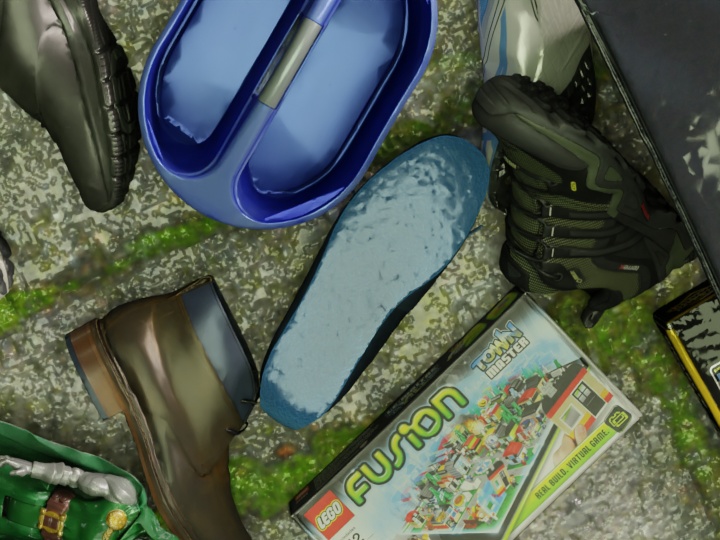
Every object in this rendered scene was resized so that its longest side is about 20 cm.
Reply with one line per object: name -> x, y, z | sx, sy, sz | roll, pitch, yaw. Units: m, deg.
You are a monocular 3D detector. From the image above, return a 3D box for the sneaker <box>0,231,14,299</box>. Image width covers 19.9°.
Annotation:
sneaker -> -0.282, -0.053, 1.194 | 0.079, 0.078, 0.201 | -28, 100, 8

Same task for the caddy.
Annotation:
caddy -> -0.042, -0.121, 1.186 | 0.141, 0.105, 0.201 | 30, 95, -7

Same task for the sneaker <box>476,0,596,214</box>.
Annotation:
sneaker -> 0.100, -0.134, 1.226 | 0.072, 0.072, 0.201 | -7, 113, -32

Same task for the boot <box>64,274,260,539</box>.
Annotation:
boot -> -0.087, 0.101, 1.231 | 0.097, 0.075, 0.200 | -31, 98, 3

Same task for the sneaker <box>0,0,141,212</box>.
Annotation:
sneaker -> -0.186, -0.128, 1.199 | 0.090, 0.076, 0.201 | -16, 93, 7

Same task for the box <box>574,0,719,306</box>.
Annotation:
box -> 0.219, -0.087, 1.134 | 0.123, 0.200, 0.199 | -27, 86, 12

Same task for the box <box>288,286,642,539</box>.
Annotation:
box -> 0.064, 0.117, 1.266 | 0.200, 0.035, 0.110 | -44, 99, 2

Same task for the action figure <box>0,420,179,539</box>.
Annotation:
action figure -> -0.197, 0.137, 1.209 | 0.199, 0.055, 0.119 | 14, 109, 13

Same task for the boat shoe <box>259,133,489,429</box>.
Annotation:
boat shoe -> 0.000, 0.000, 1.230 | 0.084, 0.069, 0.200 | 41, 92, -1

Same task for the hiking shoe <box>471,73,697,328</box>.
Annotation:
hiking shoe -> 0.116, -0.033, 1.198 | 0.101, 0.076, 0.200 | -45, 129, 7

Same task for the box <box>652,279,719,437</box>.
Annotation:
box -> 0.305, 0.046, 1.271 | 0.199, 0.049, 0.160 | -30, 98, 0
